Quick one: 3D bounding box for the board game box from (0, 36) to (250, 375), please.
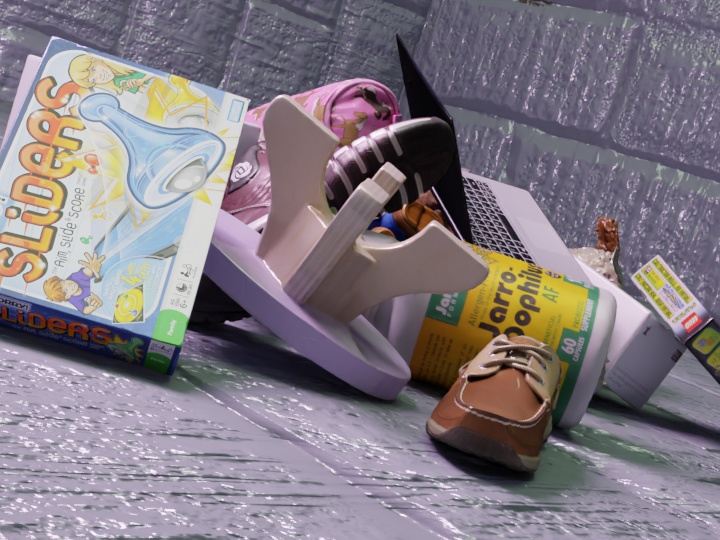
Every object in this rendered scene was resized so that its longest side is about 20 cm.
[{"bbox_3d":[-0.152,-0.044,0.787,0.134,0.201,0.035,16,-39,-8],"label":"board game box"}]

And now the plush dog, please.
[{"bbox_3d":[0.198,0.030,1.410,0.170,0.162,0.200,-5,1,13],"label":"plush dog"}]

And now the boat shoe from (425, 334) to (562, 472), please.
[{"bbox_3d":[0.091,0.076,0.838,0.075,0.074,0.200,18,5,10],"label":"boat shoe"}]

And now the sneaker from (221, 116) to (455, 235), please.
[{"bbox_3d":[-0.033,-0.083,1.026,0.116,0.199,0.076,51,-14,44],"label":"sneaker"}]

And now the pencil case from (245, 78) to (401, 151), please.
[{"bbox_3d":[-0.045,-0.121,1.188,0.199,0.083,0.087,-3,-54,56],"label":"pencil case"}]

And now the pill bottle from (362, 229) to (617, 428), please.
[{"bbox_3d":[0.085,0.038,0.998,0.199,0.114,0.113,19,5,4],"label":"pill bottle"}]

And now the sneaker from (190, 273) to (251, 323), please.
[{"bbox_3d":[-0.151,-0.019,0.935,0.199,0.091,0.076,17,2,-19],"label":"sneaker"}]

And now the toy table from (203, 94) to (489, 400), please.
[{"bbox_3d":[-0.020,-0.018,0.884,0.200,0.117,0.184,37,11,-12],"label":"toy table"}]

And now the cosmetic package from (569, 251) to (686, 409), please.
[{"bbox_3d":[0.201,0.034,1.245,0.200,0.081,0.113,43,6,39],"label":"cosmetic package"}]

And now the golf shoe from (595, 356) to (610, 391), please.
[{"bbox_3d":[0.127,0.069,1.168,0.097,0.079,0.199,-16,25,-37],"label":"golf shoe"}]

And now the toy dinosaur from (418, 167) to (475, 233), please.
[{"bbox_3d":[0.037,-0.031,1.284,0.135,0.200,0.086,38,5,-12],"label":"toy dinosaur"}]

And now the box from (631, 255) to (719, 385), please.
[{"bbox_3d":[0.335,0.081,1.213,0.200,0.035,0.110,43,12,-34],"label":"box"}]

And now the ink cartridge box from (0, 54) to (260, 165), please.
[{"bbox_3d":[-0.207,-0.086,1.113,0.146,0.147,0.200,14,6,-34],"label":"ink cartridge box"}]

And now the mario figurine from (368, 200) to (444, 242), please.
[{"bbox_3d":[0.000,0.000,1.162,0.123,0.107,0.200,-5,-5,-32],"label":"mario figurine"}]

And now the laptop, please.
[{"bbox_3d":[0.117,-0.094,1.151,0.199,0.116,0.188,15,27,-22],"label":"laptop"}]

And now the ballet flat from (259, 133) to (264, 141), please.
[{"bbox_3d":[-0.120,-0.088,1.166,0.199,0.069,0.068,-10,-10,43],"label":"ballet flat"}]
